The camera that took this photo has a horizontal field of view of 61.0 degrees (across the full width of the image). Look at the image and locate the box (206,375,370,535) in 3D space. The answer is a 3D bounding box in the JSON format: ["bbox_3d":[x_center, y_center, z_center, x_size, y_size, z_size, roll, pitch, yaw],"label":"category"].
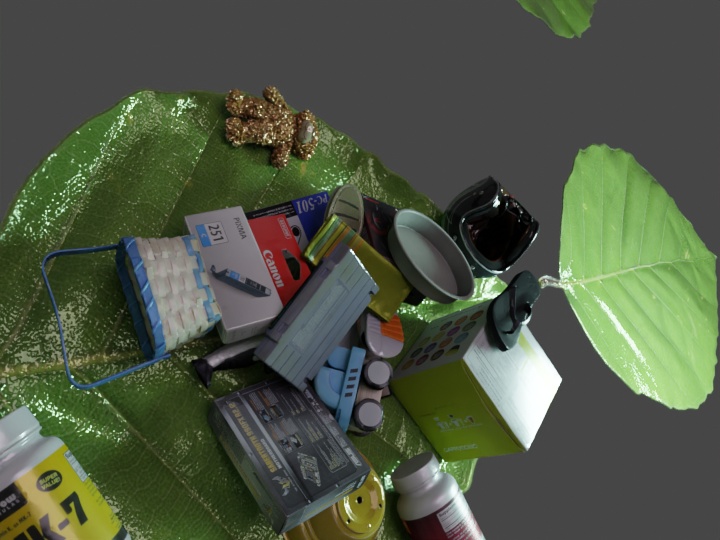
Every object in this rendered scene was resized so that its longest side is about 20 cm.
[{"bbox_3d":[-0.103,0.250,0.877,0.157,0.049,0.200,-15,51,-43],"label":"box"}]

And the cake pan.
[{"bbox_3d":[0.124,-0.022,1.094,0.199,0.037,0.202,32,34,-24],"label":"cake pan"}]

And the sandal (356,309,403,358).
[{"bbox_3d":[0.030,0.090,1.094,0.078,0.059,0.208,29,32,-19],"label":"sandal"}]

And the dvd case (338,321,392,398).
[{"bbox_3d":[-0.023,0.136,1.076,0.141,0.017,0.204,-5,75,-41],"label":"dvd case"}]

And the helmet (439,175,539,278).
[{"bbox_3d":[0.259,-0.083,1.297,0.199,0.191,0.201,41,15,-13],"label":"helmet"}]

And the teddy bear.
[{"bbox_3d":[-0.155,-0.262,1.103,0.198,0.066,0.148,26,59,-29],"label":"teddy bear"}]

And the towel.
[{"bbox_3d":[0.000,0.000,1.007,0.199,0.018,0.087,39,88,-24],"label":"towel"}]

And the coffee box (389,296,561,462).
[{"bbox_3d":[0.208,0.202,1.121,0.201,0.198,0.198,54,47,-8],"label":"coffee box"}]

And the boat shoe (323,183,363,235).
[{"bbox_3d":[-0.044,-0.047,1.047,0.074,0.068,0.204,13,80,-30],"label":"boat shoe"}]

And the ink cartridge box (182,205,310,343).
[{"bbox_3d":[-0.154,-0.007,0.919,0.173,0.045,0.202,-13,63,-29],"label":"ink cartridge box"}]

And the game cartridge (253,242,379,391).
[{"bbox_3d":[-0.061,0.069,0.895,0.201,0.038,0.130,-52,140,-11],"label":"game cartridge"}]

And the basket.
[{"bbox_3d":[-0.296,0.046,0.802,0.197,0.139,0.180,-12,78,-33],"label":"basket"}]

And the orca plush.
[{"bbox_3d":[-0.147,0.130,0.922,0.198,0.104,0.072,-30,109,-37],"label":"orca plush"}]

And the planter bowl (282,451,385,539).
[{"bbox_3d":[-0.022,0.354,0.938,0.198,0.083,0.204,18,60,-34],"label":"planter bowl"}]

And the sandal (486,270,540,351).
[{"bbox_3d":[0.275,0.060,1.074,0.076,0.043,0.201,50,46,-11],"label":"sandal"}]

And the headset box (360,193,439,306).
[{"bbox_3d":[0.053,-0.031,1.134,0.147,0.075,0.202,18,41,-34],"label":"headset box"}]

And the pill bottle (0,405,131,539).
[{"bbox_3d":[-0.356,0.260,0.673,0.114,0.114,0.202,-39,97,-43],"label":"pill bottle"}]

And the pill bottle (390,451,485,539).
[{"bbox_3d":[0.130,0.417,1.021,0.112,0.112,0.203,-26,88,-43],"label":"pill bottle"}]

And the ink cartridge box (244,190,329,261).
[{"bbox_3d":[-0.121,-0.070,1.064,0.198,0.044,0.095,-23,89,-44],"label":"ink cartridge box"}]

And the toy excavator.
[{"bbox_3d":[-0.050,0.153,0.983,0.196,0.100,0.198,15,69,-4],"label":"toy excavator"}]
